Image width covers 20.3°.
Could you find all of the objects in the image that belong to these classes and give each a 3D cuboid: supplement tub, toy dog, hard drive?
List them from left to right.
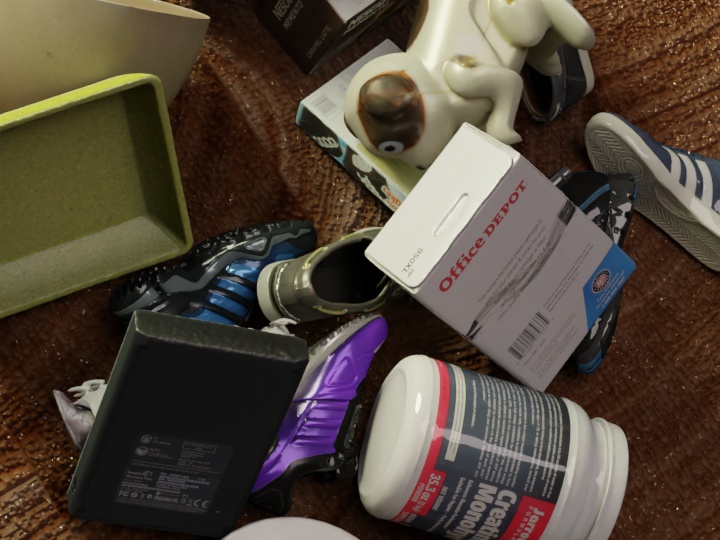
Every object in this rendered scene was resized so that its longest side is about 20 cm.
[{"bbox_3d":[-0.136,0.124,1.572,0.139,0.201,0.033,11,37,-19],"label":"hard drive"},{"bbox_3d":[0.075,-0.176,1.735,0.200,0.139,0.194,-46,102,-15],"label":"toy dog"},{"bbox_3d":[0.109,0.162,1.689,0.199,0.140,0.141,17,65,-13],"label":"supplement tub"}]

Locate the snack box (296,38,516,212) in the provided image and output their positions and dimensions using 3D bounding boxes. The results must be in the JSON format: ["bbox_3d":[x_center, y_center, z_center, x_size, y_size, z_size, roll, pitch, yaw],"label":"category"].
[{"bbox_3d":[0.052,-0.109,1.801,0.116,0.037,0.200,-38,70,-28],"label":"snack box"}]

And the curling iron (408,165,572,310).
[{"bbox_3d":[0.121,-0.029,1.807,0.200,0.050,0.026,-38,84,-21],"label":"curling iron"}]

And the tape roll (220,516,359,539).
[{"bbox_3d":[-0.061,0.302,1.612,0.201,0.071,0.204,7,69,-18],"label":"tape roll"}]

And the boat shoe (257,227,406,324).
[{"bbox_3d":[0.001,0.003,1.722,0.201,0.060,0.073,-16,93,-46],"label":"boat shoe"}]

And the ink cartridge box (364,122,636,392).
[{"bbox_3d":[0.121,-0.009,1.708,0.145,0.084,0.200,-52,133,-1],"label":"ink cartridge box"}]

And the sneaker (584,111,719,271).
[{"bbox_3d":[0.299,-0.090,1.896,0.200,0.075,0.085,42,60,-10],"label":"sneaker"}]

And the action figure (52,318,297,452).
[{"bbox_3d":[-0.139,0.088,1.614,0.199,0.130,0.070,-28,58,2],"label":"action figure"}]

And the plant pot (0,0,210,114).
[{"bbox_3d":[-0.236,-0.168,1.679,0.199,0.200,0.135,10,100,-16],"label":"plant pot"}]

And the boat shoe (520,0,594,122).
[{"bbox_3d":[0.156,-0.230,1.852,0.068,0.072,0.201,-37,122,-22],"label":"boat shoe"}]

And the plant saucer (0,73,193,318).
[{"bbox_3d":[-0.246,-0.067,1.616,0.199,0.201,0.048,-20,49,-12],"label":"plant saucer"}]

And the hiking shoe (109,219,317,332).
[{"bbox_3d":[-0.118,0.019,1.710,0.199,0.074,0.087,-26,103,-26],"label":"hiking shoe"}]

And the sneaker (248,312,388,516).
[{"bbox_3d":[-0.031,0.127,1.696,0.100,0.070,0.200,46,68,-4],"label":"sneaker"}]

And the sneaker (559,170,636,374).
[{"bbox_3d":[0.200,0.001,1.833,0.081,0.073,0.201,9,62,3],"label":"sneaker"}]

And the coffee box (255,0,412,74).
[{"bbox_3d":[0.014,-0.279,1.836,0.200,0.114,0.080,-38,85,-28],"label":"coffee box"}]
